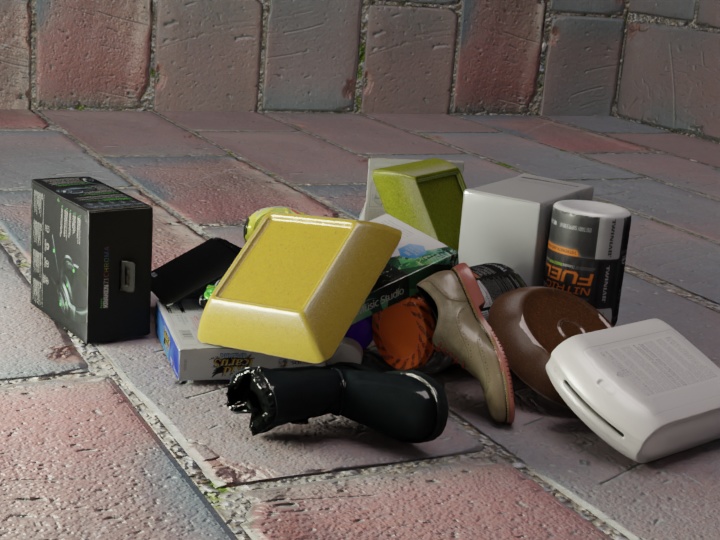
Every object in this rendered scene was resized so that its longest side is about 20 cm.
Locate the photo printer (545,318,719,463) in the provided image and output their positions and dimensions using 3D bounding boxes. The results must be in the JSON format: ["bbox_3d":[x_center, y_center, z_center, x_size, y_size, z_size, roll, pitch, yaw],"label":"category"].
[{"bbox_3d":[0.316,0.133,1.365,0.199,0.070,0.166,-8,41,-39],"label":"photo printer"}]

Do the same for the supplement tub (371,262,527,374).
[{"bbox_3d":[0.116,0.061,1.539,0.199,0.124,0.122,-10,21,-42],"label":"supplement tub"}]

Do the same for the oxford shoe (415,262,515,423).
[{"bbox_3d":[0.122,0.091,1.408,0.074,0.071,0.201,-16,63,-8],"label":"oxford shoe"}]

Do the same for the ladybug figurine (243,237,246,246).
[{"bbox_3d":[-0.077,-0.026,1.789,0.199,0.073,0.136,20,-17,-23],"label":"ladybug figurine"}]

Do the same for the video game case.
[{"bbox_3d":[-0.154,0.084,1.519,0.180,0.046,0.200,-1,16,-17],"label":"video game case"}]

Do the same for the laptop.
[{"bbox_3d":[-0.172,0.024,1.643,0.199,0.104,0.177,27,1,-25],"label":"laptop"}]

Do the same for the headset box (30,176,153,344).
[{"bbox_3d":[-0.349,-0.016,1.577,0.092,0.176,0.199,-7,18,-36],"label":"headset box"}]

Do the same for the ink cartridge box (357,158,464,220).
[{"bbox_3d":[0.070,-0.075,1.873,0.161,0.202,0.050,0,14,-18],"label":"ink cartridge box"}]

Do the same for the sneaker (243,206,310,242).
[{"bbox_3d":[-0.063,-0.040,1.668,0.198,0.079,0.090,13,-2,-23],"label":"sneaker"}]

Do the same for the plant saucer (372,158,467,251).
[{"bbox_3d":[0.116,-0.068,1.740,0.048,0.202,0.199,-23,-3,33],"label":"plant saucer"}]

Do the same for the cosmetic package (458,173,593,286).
[{"bbox_3d":[0.231,-0.020,1.724,0.122,0.201,0.199,13,18,30],"label":"cosmetic package"}]

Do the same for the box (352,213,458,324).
[{"bbox_3d":[0.000,0.000,1.480,0.199,0.037,0.144,-26,36,-29],"label":"box"}]

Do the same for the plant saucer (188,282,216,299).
[{"bbox_3d":[-0.172,0.029,1.734,0.198,0.036,0.200,5,15,-1],"label":"plant saucer"}]

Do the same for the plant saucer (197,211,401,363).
[{"bbox_3d":[-0.080,0.003,1.406,0.199,0.049,0.201,6,52,36],"label":"plant saucer"}]

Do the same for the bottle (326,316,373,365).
[{"bbox_3d":[-0.011,0.047,1.558,0.083,0.066,0.201,15,38,-5],"label":"bottle"}]

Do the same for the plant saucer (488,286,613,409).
[{"bbox_3d":[0.251,0.085,1.479,0.199,0.037,0.201,18,38,-14],"label":"plant saucer"}]

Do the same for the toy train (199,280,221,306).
[{"bbox_3d":[-0.102,0.042,1.496,0.198,0.042,0.057,9,39,17],"label":"toy train"}]

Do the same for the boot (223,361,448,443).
[{"bbox_3d":[-0.029,0.142,1.278,0.167,0.077,0.199,-3,10,-39],"label":"boot"}]

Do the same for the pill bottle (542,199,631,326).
[{"bbox_3d":[0.297,0.014,1.620,0.105,0.202,0.106,4,13,-1],"label":"pill bottle"}]
